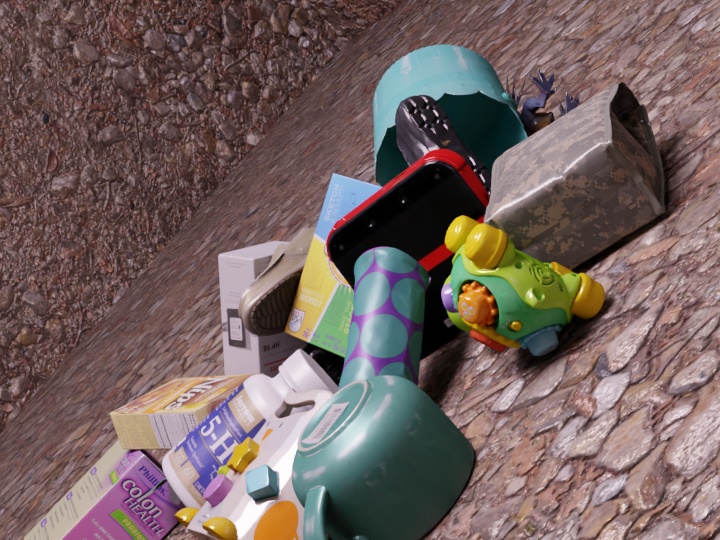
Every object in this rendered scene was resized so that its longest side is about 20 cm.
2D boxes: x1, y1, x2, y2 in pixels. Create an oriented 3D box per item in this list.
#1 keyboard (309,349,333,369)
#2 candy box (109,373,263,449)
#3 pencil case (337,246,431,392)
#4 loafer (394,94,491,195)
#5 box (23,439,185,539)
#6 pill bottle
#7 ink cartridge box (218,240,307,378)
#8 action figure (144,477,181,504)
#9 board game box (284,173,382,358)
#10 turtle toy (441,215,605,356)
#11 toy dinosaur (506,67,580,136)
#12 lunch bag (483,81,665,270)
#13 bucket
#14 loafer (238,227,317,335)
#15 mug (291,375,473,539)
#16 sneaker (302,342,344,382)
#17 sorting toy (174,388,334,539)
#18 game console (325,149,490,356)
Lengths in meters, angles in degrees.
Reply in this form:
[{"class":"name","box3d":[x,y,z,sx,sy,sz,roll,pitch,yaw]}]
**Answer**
[{"class":"keyboard","box3d":[-0.100,0.174,1.662,0.201,0.021,0.127,-50,-8,5]},{"class":"candy box","box3d":[-0.212,0.178,1.741,0.115,0.056,0.199,-27,12,-40]},{"class":"pencil case","box3d":[0.023,0.079,1.434,0.093,0.084,0.202,112,169,-55]},{"class":"loafer","box3d":[0.097,-0.108,1.560,0.067,0.202,0.071,-16,-31,-22]},{"class":"box","box3d":[-0.330,0.327,1.803,0.200,0.097,0.176,-46,14,-10]},{"class":"pill bottle","box3d":[-0.111,0.187,1.542,0.200,0.120,0.120,-43,13,2]},{"class":"ink cartridge box","box3d":[-0.117,0.072,1.793,0.066,0.203,0.115,6,14,38]},{"class":"action figure","box3d":[-0.177,0.221,1.754,0.117,0.055,0.200,-24,12,32]},{"class":"board game box","box3d":[0.000,0.000,1.633,0.152,0.040,0.203,18,91,44]},{"class":"turtle toy","box3d":[0.136,0.022,1.338,0.102,0.144,0.200,-64,13,1]},{"class":"toy dinosaur","box3d":[0.217,-0.189,1.824,0.202,0.104,0.182,-64,5,-32]},{"class":"lunch bag","box3d":[0.225,-0.100,1.449,0.163,0.118,0.201,-33,21,26]},{"class":"bucket","box3d":[0.109,-0.177,1.778,0.206,0.207,0.136,-37,35,23]},{"class":"loafer","box3d":[-0.088,0.010,1.712,0.068,0.077,0.200,18,39,33]},{"class":"mug","box3d":[0.010,0.175,1.239,0.152,0.115,0.185,-39,14,14]},{"class":"sneaker","box3d":[-0.005,0.059,1.730,0.199,0.076,0.091,-40,10,9]},{"class":"sorting toy","box3d":[-0.089,0.201,1.395,0.182,0.106,0.199,-62,19,-16]},{"class":"game console","box3d":[0.073,-0.016,1.511,0.199,0.178,0.031,-35,7,30]}]
